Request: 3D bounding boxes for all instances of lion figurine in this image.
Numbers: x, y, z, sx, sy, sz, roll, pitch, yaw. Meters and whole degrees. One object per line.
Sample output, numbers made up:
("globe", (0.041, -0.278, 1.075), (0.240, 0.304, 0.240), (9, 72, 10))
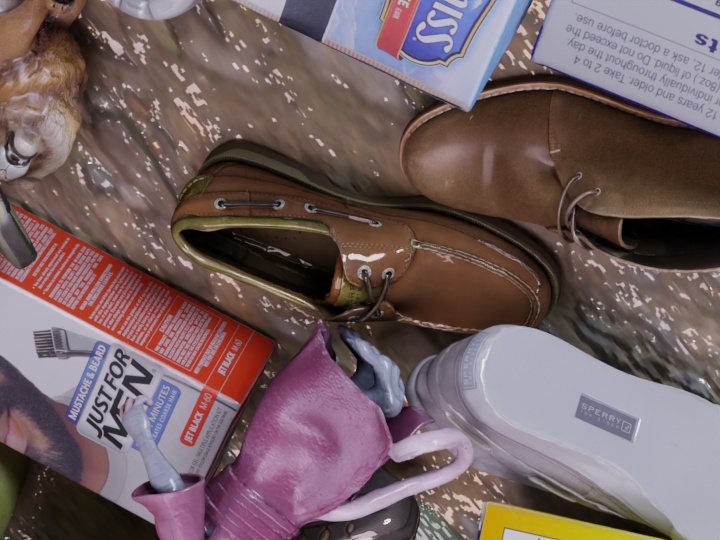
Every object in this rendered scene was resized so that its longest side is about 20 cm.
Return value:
("lion figurine", (-0.202, -0.142, 1.317), (0.200, 0.072, 0.122), (50, 131, -1))

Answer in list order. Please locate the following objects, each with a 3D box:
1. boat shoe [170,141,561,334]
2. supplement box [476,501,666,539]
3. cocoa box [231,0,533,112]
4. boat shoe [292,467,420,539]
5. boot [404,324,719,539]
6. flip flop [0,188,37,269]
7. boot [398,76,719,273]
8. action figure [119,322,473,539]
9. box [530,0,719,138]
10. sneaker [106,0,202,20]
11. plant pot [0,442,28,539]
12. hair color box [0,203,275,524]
("boat shoe", (0.000, 0.000, 1.328), (0.199, 0.068, 0.072), (15, 125, 9))
("supplement box", (0.150, 0.193, 1.326), (0.199, 0.110, 0.110), (12, 83, 9))
("cocoa box", (0.040, -0.199, 1.136), (0.131, 0.134, 0.201), (25, 128, 3))
("boat shoe", (-0.033, 0.166, 1.461), (0.073, 0.075, 0.199), (43, 136, -23))
("boot", (0.119, 0.088, 1.353), (0.199, 0.074, 0.095), (31, 160, -18))
("flip flop", (-0.240, -0.046, 1.349), (0.199, 0.058, 0.081), (29, 156, 31))
("boot", (0.107, -0.042, 1.256), (0.199, 0.076, 0.074), (6, 126, 19))
("action figure", (-0.048, 0.123, 1.325), (0.149, 0.134, 0.200), (40, 88, 26))
("box", (0.195, -0.157, 1.123), (0.183, 0.105, 0.201), (23, 127, 5))
("sneaker", (-0.121, -0.184, 1.244), (0.200, 0.099, 0.078), (40, 122, 25))
("plant pot", (-0.278, 0.143, 1.459), (0.199, 0.185, 0.202), (10, 125, 14))
("hair color box", (-0.159, 0.047, 1.425), (0.199, 0.064, 0.111), (28, 129, 2))
